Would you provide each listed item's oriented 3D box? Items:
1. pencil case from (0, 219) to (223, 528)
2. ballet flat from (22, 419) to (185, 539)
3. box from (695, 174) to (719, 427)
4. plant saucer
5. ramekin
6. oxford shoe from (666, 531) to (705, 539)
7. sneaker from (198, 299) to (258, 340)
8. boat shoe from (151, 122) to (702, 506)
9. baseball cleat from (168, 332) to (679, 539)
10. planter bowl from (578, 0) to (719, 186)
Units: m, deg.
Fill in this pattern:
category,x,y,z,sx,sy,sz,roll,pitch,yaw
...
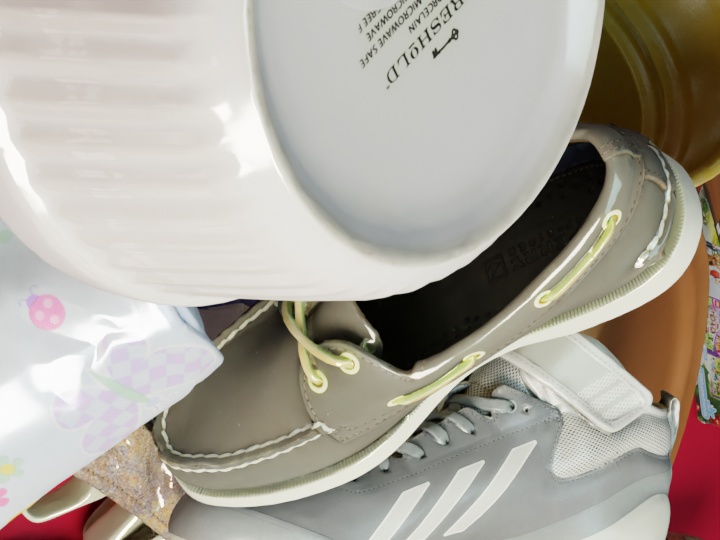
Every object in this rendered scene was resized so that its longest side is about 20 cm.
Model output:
category,x,y,z,sx,sy,sz,roll,pitch,yaw
pencil case,-0.141,0.047,0.879,0.200,0.083,0.091,-37,124,0
ballet flat,-0.087,0.073,1.002,0.067,0.068,0.200,-43,127,3
box,0.195,-0.008,1.165,0.039,0.137,0.201,-28,123,-32
plant saucer,0.096,0.049,1.115,0.200,0.037,0.201,-47,146,-47
ramekin,-0.017,-0.084,0.798,0.200,0.105,0.201,-12,106,-47
oxford shoe,0.079,0.170,1.182,0.199,0.071,0.074,-18,125,-27
sneaker,0.001,0.000,1.042,0.199,0.080,0.116,22,86,-51
boat shoe,0.010,0.012,0.888,0.201,0.072,0.060,-29,153,18
baseball cleat,0.025,0.063,0.987,0.199,0.070,0.107,3,99,-32
planter bowl,0.039,-0.076,1.003,0.200,0.201,0.084,-14,148,-38
